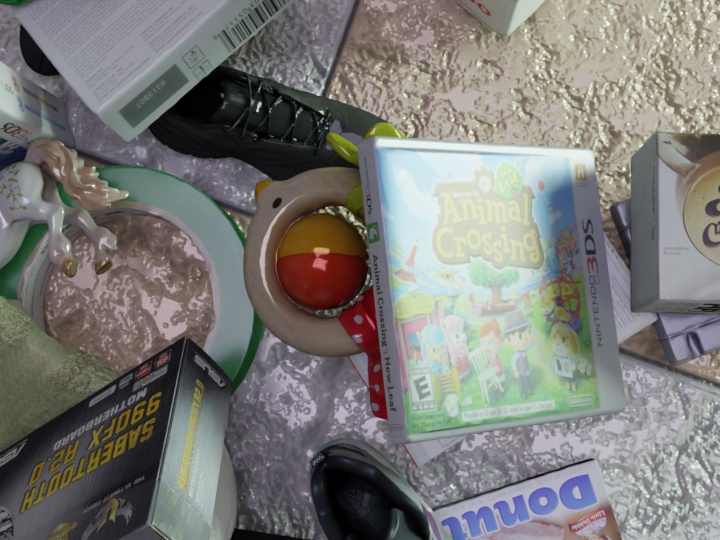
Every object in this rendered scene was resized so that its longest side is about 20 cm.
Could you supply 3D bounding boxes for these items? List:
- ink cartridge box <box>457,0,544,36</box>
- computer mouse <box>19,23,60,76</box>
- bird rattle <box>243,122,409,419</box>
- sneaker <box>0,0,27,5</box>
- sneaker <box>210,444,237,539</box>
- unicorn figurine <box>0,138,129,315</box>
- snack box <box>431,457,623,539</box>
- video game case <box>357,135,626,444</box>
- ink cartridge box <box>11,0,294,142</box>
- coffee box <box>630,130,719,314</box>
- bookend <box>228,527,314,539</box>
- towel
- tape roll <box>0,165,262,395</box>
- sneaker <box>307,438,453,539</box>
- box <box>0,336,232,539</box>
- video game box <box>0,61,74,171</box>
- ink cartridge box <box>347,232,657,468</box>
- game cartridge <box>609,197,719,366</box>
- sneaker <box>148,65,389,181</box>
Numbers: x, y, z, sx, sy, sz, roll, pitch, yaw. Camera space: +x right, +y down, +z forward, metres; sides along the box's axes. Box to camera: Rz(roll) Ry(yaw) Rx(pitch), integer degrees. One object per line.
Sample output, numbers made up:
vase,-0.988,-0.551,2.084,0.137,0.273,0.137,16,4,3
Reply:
ink cartridge box,0.081,-0.261,0.831,0.146,0.200,0.085,44,83,6
computer mouse,-0.186,-0.242,0.909,0.199,0.046,0.141,-25,68,13
bird rattle,0.000,0.000,0.839,0.162,0.113,0.202,-1,93,18
sneaker,-0.257,-0.229,0.838,0.199,0.074,0.084,9,67,23
sneaker,-0.122,0.164,0.777,0.075,0.089,0.201,4,49,1
unicorn figurine,-0.265,-0.014,0.855,0.200,0.074,0.137,-42,78,-15
snack box,0.084,0.199,0.879,0.199,0.024,0.072,-18,83,2
video game case,0.089,0.009,0.785,0.199,0.022,0.183,-2,82,-38
ink cartridge box,-0.161,-0.207,0.863,0.162,0.057,0.200,-41,56,-2
coffee box,0.287,-0.027,0.821,0.198,0.080,0.114,2,82,0
bookend,-0.138,0.271,0.803,0.199,0.092,0.200,7,49,4
towel,-0.262,0.096,0.844,0.148,0.037,0.200,37,125,-15
tape roll,-0.171,0.026,0.897,0.199,0.048,0.202,0,85,3
sneaker,0.032,0.195,0.799,0.200,0.140,0.078,44,88,8
box,-0.173,0.148,0.742,0.199,0.159,0.048,-31,119,22
video game box,-0.318,-0.088,0.848,0.199,0.182,0.047,-17,84,2
ink cartridge box,0.098,0.043,0.880,0.199,0.050,0.109,-33,84,1
game cartridge,0.294,-0.026,0.883,0.199,0.038,0.130,-20,80,1
sneaker,-0.067,-0.103,0.881,0.199,0.091,0.076,12,81,3
